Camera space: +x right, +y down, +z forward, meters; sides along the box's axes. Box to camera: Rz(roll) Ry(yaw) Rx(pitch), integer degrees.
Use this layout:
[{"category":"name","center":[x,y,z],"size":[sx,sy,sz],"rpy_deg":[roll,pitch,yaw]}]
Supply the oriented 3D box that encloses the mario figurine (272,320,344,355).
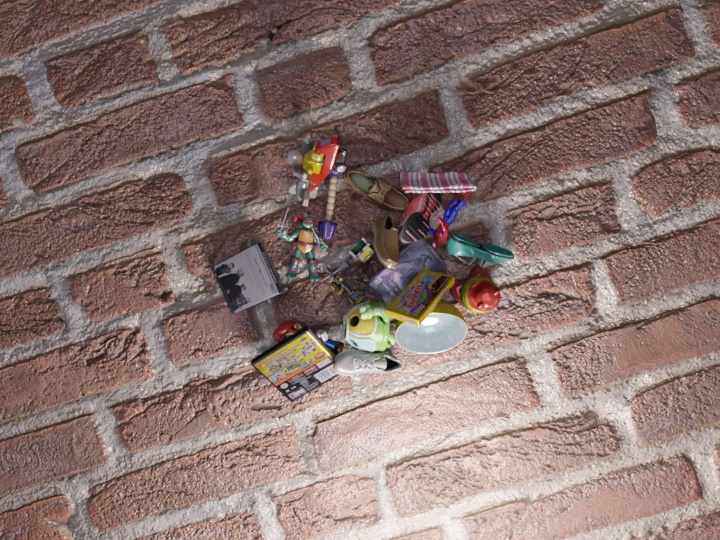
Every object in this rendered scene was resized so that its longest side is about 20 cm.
[{"category":"mario figurine","center":[-0.153,0.216,1.641],"size":[0.199,0.106,0.124],"rpy_deg":[21,83,-3]}]

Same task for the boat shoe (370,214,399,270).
[{"category":"boat shoe","center":[0.075,-0.086,1.579],"size":[0.072,0.200,0.076],"rpy_deg":[30,119,-33]}]

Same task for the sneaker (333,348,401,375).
[{"category":"sneaker","center":[0.024,0.253,1.612],"size":[0.199,0.092,0.076],"rpy_deg":[0,85,-27]}]

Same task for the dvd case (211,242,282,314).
[{"category":"dvd case","center":[-0.319,0.025,1.629],"size":[0.200,0.025,0.151],"rpy_deg":[-23,92,34]}]

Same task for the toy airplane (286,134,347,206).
[{"category":"toy airplane","center":[-0.142,-0.273,1.574],"size":[0.141,0.200,0.200],"rpy_deg":[26,89,-27]}]

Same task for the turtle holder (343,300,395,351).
[{"category":"turtle holder","center":[0.024,0.153,1.591],"size":[0.131,0.185,0.142],"rpy_deg":[0,91,-8]}]

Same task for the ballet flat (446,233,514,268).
[{"category":"ballet flat","center":[0.330,-0.046,1.639],"size":[0.199,0.067,0.071],"rpy_deg":[16,114,-12]}]

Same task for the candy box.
[{"category":"candy box","center":[0.160,0.068,1.547],"size":[0.102,0.200,0.026],"rpy_deg":[13,131,34]}]

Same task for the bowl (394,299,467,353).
[{"category":"bowl","center":[0.190,0.134,1.618],"size":[0.199,0.201,0.108],"rpy_deg":[-3,49,2]}]

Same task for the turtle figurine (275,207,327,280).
[{"category":"turtle figurine","center":[-0.155,-0.076,1.634],"size":[0.149,0.101,0.201],"rpy_deg":[10,109,17]}]

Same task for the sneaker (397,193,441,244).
[{"category":"sneaker","center":[0.149,-0.142,1.599],"size":[0.074,0.087,0.200],"rpy_deg":[49,58,-22]}]

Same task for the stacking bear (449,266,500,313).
[{"category":"stacking bear","center":[0.324,0.064,1.576],"size":[0.121,0.200,0.114],"rpy_deg":[-34,91,2]}]

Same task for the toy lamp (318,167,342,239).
[{"category":"toy lamp","center":[-0.086,-0.188,1.649],"size":[0.058,0.058,0.201],"rpy_deg":[6,91,1]}]

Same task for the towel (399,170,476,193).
[{"category":"towel","center":[0.209,-0.244,1.593],"size":[0.199,0.146,0.030],"rpy_deg":[-1,114,1]}]

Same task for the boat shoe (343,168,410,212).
[{"category":"boat shoe","center":[0.042,-0.223,1.634],"size":[0.199,0.074,0.076],"rpy_deg":[25,93,0]}]

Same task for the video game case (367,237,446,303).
[{"category":"video game case","center":[0.131,0.008,1.629],"size":[0.200,0.019,0.143],"rpy_deg":[-43,126,2]}]

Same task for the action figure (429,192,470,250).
[{"category":"action figure","center":[0.228,-0.156,1.627],"size":[0.099,0.065,0.201],"rpy_deg":[21,94,-33]}]

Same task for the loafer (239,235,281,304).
[{"category":"loafer","center":[-0.287,0.001,1.662],"size":[0.069,0.075,0.201],"rpy_deg":[-14,96,38]}]

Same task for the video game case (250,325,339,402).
[{"category":"video game case","center":[-0.171,0.264,1.627],"size":[0.200,0.026,0.181],"rpy_deg":[-32,118,17]}]

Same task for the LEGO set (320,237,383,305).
[{"category":"LEGO set","center":[0.000,0.000,1.622],"size":[0.200,0.116,0.154],"rpy_deg":[-37,91,3]}]
